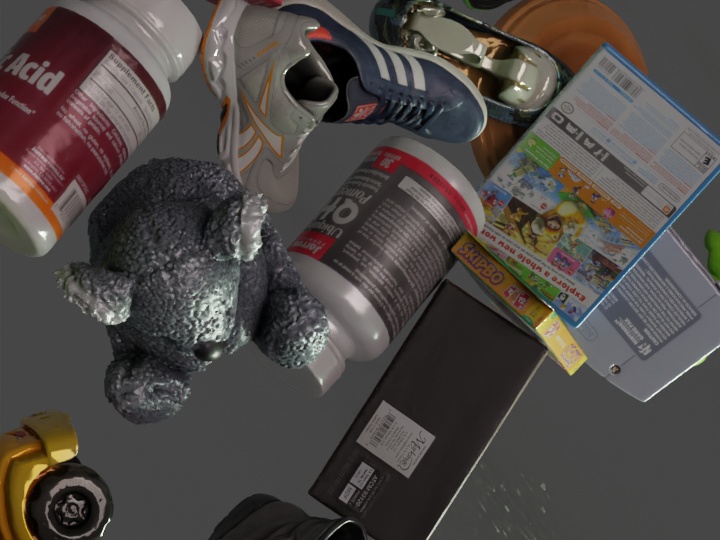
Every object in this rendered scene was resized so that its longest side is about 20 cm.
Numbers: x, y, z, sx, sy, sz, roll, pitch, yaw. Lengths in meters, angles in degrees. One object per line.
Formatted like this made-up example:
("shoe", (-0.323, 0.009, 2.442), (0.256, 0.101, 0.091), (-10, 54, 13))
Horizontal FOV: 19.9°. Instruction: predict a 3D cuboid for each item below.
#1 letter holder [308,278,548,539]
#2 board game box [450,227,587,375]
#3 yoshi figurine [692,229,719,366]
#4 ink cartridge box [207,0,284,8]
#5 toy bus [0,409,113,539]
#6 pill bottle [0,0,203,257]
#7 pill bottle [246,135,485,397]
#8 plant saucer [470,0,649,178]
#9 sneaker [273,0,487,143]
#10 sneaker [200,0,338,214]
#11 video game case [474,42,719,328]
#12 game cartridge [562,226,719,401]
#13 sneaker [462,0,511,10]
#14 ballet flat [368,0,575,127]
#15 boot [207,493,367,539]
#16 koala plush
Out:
("letter holder", (0.053, 0.120, 1.664), (0.100, 0.142, 0.201), (33, 88, 1))
("board game box", (0.128, 0.026, 1.649), (0.030, 0.095, 0.200), (-46, 160, -3))
("yoshi figurine", (0.314, 0.023, 1.853), (0.198, 0.113, 0.113), (0, 53, -20))
("ink cartridge box", (-0.134, -0.296, 1.516), (0.199, 0.085, 0.149), (21, 82, -34))
("toy bus", (-0.269, 0.215, 1.454), (0.190, 0.136, 0.202), (-10, 98, -16))
("pill bottle", (-0.208, -0.119, 1.463), (0.114, 0.114, 0.201), (48, 68, -27))
("pill bottle", (0.000, 0.000, 1.613), (0.200, 0.110, 0.111), (-50, 118, -20))
("plant saucer", (0.181, -0.140, 1.768), (0.199, 0.037, 0.202), (-3, 96, -34))
("sneaker", (0.010, -0.137, 1.605), (0.199, 0.075, 0.085), (24, 40, -18))
("sneaker", (-0.058, -0.113, 1.537), (0.201, 0.091, 0.076), (79, 27, -48))
("video game case", (0.189, -0.068, 1.695), (0.143, 0.018, 0.200), (38, 107, -11))
("game cartridge", (0.217, 0.008, 1.748), (0.133, 0.041, 0.200), (-38, 103, 10))
("sneaker", (0.162, -0.268, 1.716), (0.199, 0.083, 0.078), (-22, 105, -31))
("ballet flat", (0.101, -0.168, 1.666), (0.198, 0.074, 0.075), (19, 83, -18))
("boot", (-0.095, 0.248, 1.557), (0.200, 0.131, 0.070), (-48, 118, -21))
("koala plush", (-0.131, 0.001, 1.448), (0.176, 0.200, 0.185), (-21, 86, 2))
